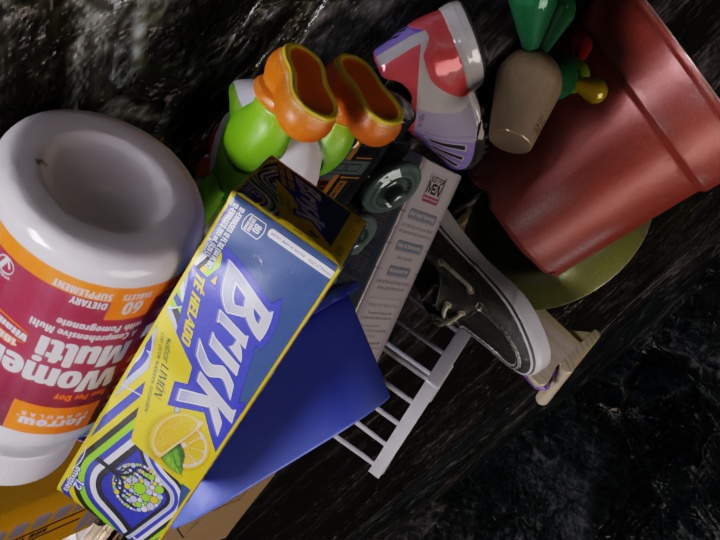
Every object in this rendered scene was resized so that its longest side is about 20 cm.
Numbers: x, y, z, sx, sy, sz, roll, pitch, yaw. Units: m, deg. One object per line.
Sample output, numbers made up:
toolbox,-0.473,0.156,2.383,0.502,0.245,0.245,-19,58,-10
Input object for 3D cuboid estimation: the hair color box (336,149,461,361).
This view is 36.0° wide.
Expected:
hair color box,0.000,0.000,0.862,0.202,0.060,0.099,-65,159,6

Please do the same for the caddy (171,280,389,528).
caddy,-0.077,0.076,0.717,0.198,0.106,0.141,-30,178,-10

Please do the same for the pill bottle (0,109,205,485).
pill bottle,-0.166,0.022,0.590,0.109,0.110,0.201,-21,153,-47

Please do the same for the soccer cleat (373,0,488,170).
soccer cleat,0.051,-0.123,0.802,0.072,0.069,0.200,-20,163,-1

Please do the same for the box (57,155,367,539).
box,-0.077,0.045,0.571,0.201,0.064,0.070,-56,-178,24

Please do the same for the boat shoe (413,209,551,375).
boat shoe,0.079,0.017,0.947,0.063,0.201,0.071,-35,170,-28

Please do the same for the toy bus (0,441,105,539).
toy bus,-0.248,0.170,0.846,0.199,0.065,0.079,-16,149,-53

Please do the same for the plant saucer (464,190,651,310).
plant saucer,0.181,-0.054,1.062,0.199,0.200,0.031,-41,131,0

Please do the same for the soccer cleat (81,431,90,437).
soccer cleat,-0.168,0.075,0.780,0.087,0.070,0.199,-53,162,16

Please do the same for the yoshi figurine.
yoshi figurine,-0.062,-0.028,0.637,0.200,0.112,0.113,-43,-164,34

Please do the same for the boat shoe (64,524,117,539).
boat shoe,-0.193,0.202,1.030,0.199,0.069,0.074,-38,163,-11

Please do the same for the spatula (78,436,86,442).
spatula,-0.190,0.118,0.882,0.200,0.056,0.021,37,71,-80

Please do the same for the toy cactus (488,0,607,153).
toy cactus,0.133,-0.156,0.758,0.200,0.101,0.167,70,38,-68

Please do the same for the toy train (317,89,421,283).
toy train,-0.044,-0.045,0.750,0.113,0.086,0.200,0,141,-45

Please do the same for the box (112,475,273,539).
box,-0.131,0.193,1.008,0.164,0.021,0.200,-53,161,10

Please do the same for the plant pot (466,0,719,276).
plant pot,0.198,-0.111,0.941,0.194,0.202,0.200,-37,164,16

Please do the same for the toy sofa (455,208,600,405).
toy sofa,0.138,0.045,1.143,0.097,0.200,0.083,-38,164,-28

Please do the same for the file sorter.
file sorter,0.027,0.074,1.064,0.139,0.124,0.201,-51,171,-35
